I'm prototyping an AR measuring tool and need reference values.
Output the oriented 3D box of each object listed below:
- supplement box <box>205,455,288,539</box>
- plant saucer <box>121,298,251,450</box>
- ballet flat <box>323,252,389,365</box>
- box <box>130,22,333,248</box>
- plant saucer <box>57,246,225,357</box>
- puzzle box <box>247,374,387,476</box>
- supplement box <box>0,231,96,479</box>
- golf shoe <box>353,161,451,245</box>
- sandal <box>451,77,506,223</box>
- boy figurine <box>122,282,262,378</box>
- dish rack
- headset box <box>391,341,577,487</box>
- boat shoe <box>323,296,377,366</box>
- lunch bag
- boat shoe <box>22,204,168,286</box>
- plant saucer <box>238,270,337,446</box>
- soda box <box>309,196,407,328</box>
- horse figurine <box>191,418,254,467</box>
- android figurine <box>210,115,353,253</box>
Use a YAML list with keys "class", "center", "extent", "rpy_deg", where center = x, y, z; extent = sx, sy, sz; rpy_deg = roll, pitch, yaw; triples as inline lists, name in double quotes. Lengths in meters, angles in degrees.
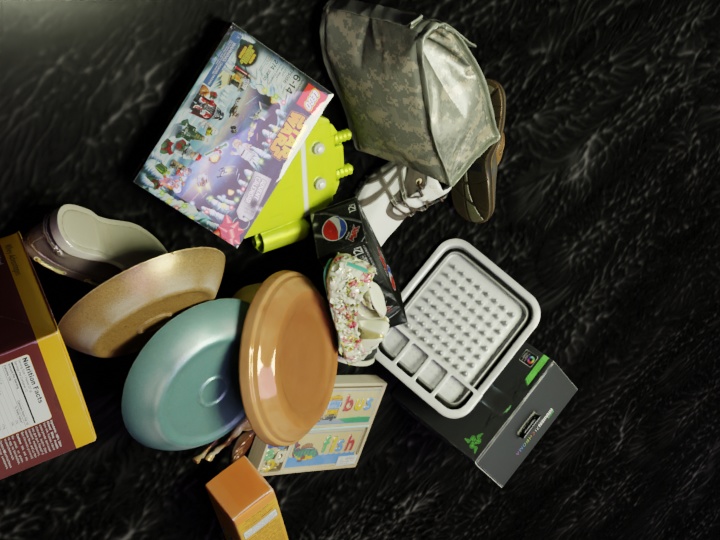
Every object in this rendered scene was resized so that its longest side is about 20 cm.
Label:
- class: "supplement box"
  center: [-0.141, 0.319, 1.589]
  extent: [0.069, 0.067, 0.201]
  rpy_deg: [-37, 149, -17]
- class: "plant saucer"
  center: [-0.172, 0.127, 1.392]
  extent: [0.199, 0.036, 0.202]
  rpy_deg: [-26, 136, -28]
- class: "ballet flat"
  center: [0.001, 0.055, 1.465]
  extent: [0.201, 0.063, 0.076]
  rpy_deg: [76, 28, -56]
- class: "box"
  center: [-0.139, -0.146, 1.348]
  extent: [0.136, 0.040, 0.201]
  rpy_deg: [32, 92, -19]
- class: "plant saucer"
  center: [-0.228, 0.043, 1.339]
  extent: [0.199, 0.036, 0.200]
  rpy_deg: [-27, 165, -8]
- class: "puzzle box"
  center: [-0.055, 0.202, 1.646]
  extent: [0.199, 0.025, 0.134]
  rpy_deg: [4, 111, -49]
- class: "supplement box"
  center: [-0.382, 0.094, 1.181]
  extent: [0.198, 0.197, 0.134]
  rpy_deg: [-21, 127, -15]
- class: "golf shoe"
  center: [0.056, -0.099, 1.540]
  extent: [0.077, 0.094, 0.202]
  rpy_deg: [22, 100, -46]
- class: "sandal"
  center: [0.159, -0.157, 1.607]
  extent: [0.054, 0.081, 0.202]
  rpy_deg: [-35, 132, -42]
- class: "boy figurine"
  center: [-0.180, 0.091, 1.458]
  extent: [0.199, 0.065, 0.125]
  rpy_deg: [-34, 160, -15]
- class: "dish rack"
  center: [0.126, 0.078, 1.673]
  extent: [0.201, 0.171, 0.044]
  rpy_deg: [-50, 173, -4]
- class: "headset box"
  center: [0.173, 0.172, 1.715]
  extent: [0.175, 0.200, 0.093]
  rpy_deg: [-50, 136, -4]
- class: "boat shoe"
  center: [-0.043, 0.070, 1.566]
  extent: [0.199, 0.072, 0.068]
  rpy_deg: [26, 97, -42]
- class: "lunch bag"
  center: [0.052, -0.220, 1.411]
  extent: [0.118, 0.163, 0.201]
  rpy_deg: [-45, 137, -23]
- class: "boat shoe"
  center: [-0.274, -0.014, 1.331]
  extent: [0.059, 0.073, 0.199]
  rpy_deg: [-23, 156, 23]
- class: "plant saucer"
  center: [-0.075, 0.101, 1.428]
  extent: [0.200, 0.037, 0.203]
  rpy_deg: [2, 90, -65]
- class: "soda box"
  center: [0.000, 0.000, 1.522]
  extent: [0.063, 0.071, 0.201]
  rpy_deg: [-18, 146, 8]
- class: "horse figurine"
  center: [-0.152, 0.169, 1.523]
  extent: [0.132, 0.050, 0.201]
  rpy_deg: [-41, 150, -30]
- class: "android figurine"
  center: [-0.093, -0.113, 1.444]
  extent: [0.198, 0.041, 0.184]
  rpy_deg: [-19, 124, -29]
